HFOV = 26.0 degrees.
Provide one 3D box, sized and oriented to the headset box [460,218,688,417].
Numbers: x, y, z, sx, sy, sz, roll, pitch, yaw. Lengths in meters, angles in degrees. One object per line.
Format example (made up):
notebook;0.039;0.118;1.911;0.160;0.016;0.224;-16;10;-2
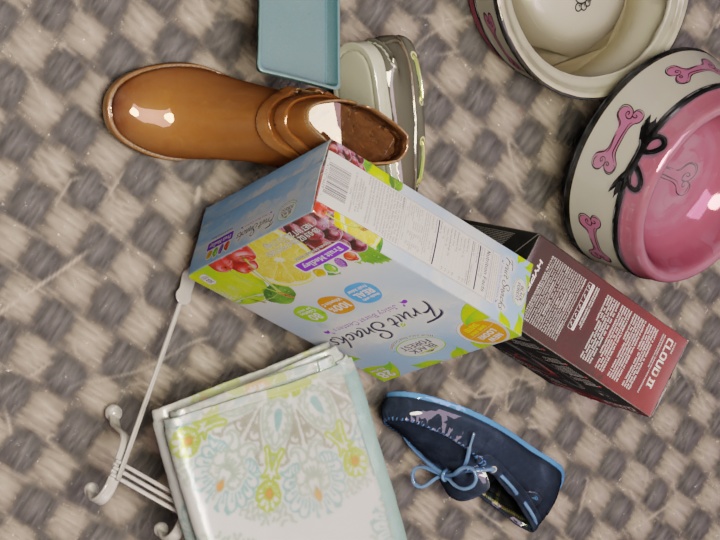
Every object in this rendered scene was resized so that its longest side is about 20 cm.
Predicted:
headset box;0.160;0.041;1.286;0.199;0.148;0.076;33;82;-27

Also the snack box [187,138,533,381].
snack box;0.000;0.000;1.160;0.199;0.168;0.068;28;59;-28

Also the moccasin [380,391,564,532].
moccasin;0.097;0.163;1.306;0.199;0.080;0.069;29;72;-27

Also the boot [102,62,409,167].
boot;-0.074;-0.110;1.135;0.198;0.154;0.075;3;96;-28

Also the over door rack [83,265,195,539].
over door rack;-0.114;0.116;1.204;0.147;0.066;0.202;34;67;-28

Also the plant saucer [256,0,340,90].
plant saucer;-0.048;-0.232;1.170;0.069;0.019;0.202;10;70;-29

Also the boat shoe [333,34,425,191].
boat shoe;0.022;-0.085;1.237;0.060;0.072;0.204;-20;115;-38

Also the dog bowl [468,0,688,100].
dog bowl;0.175;-0.244;1.296;0.198;0.074;0.203;-4;99;-28

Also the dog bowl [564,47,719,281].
dog bowl;0.269;-0.080;1.319;0.199;0.074;0.202;-24;132;-29

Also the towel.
towel;-0.056;0.171;1.167;0.170;0.048;0.202;-18;92;-32
